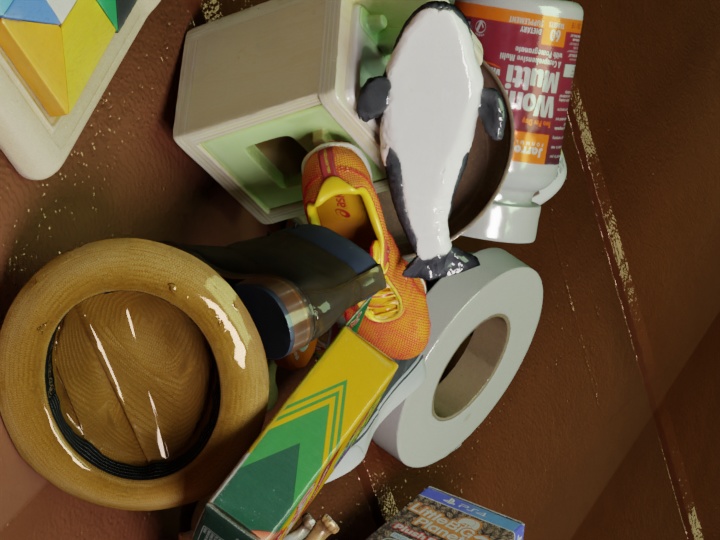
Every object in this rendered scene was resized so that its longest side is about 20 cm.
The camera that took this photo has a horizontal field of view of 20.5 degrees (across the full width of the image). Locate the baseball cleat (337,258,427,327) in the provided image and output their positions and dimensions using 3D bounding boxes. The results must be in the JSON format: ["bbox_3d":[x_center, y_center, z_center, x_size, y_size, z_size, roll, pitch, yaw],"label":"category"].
[{"bbox_3d":[0.026,-0.037,1.651,0.106,0.069,0.202,35,71,-58],"label":"baseball cleat"}]

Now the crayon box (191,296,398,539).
[{"bbox_3d":[-0.041,0.125,1.392,0.200,0.051,0.127,-52,174,-29],"label":"crayon box"}]

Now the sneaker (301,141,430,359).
[{"bbox_3d":[0.000,0.000,1.462,0.078,0.072,0.201,-95,163,-50],"label":"sneaker"}]

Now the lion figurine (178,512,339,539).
[{"bbox_3d":[-0.073,0.228,1.504,0.122,0.072,0.200,-43,156,-10],"label":"lion figurine"}]

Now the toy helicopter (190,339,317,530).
[{"bbox_3d":[-0.104,0.116,1.488,0.132,0.078,0.202,-13,112,-61],"label":"toy helicopter"}]

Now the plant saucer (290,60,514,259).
[{"bbox_3d":[0.027,-0.096,1.588,0.037,0.198,0.202,59,41,-66],"label":"plant saucer"}]

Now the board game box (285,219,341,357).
[{"bbox_3d":[-0.023,-0.037,1.649,0.095,0.030,0.202,42,53,-47],"label":"board game box"}]

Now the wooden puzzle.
[{"bbox_3d":[-0.216,-0.193,1.358,0.186,0.037,0.201,59,45,-37],"label":"wooden puzzle"}]

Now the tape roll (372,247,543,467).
[{"bbox_3d":[0.083,0.076,1.707,0.203,0.037,0.204,-42,151,-29],"label":"tape roll"}]

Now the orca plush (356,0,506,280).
[{"bbox_3d":[0.060,-0.099,1.430,0.071,0.104,0.202,-64,142,-67],"label":"orca plush"}]

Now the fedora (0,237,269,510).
[{"bbox_3d":[-0.155,0.065,1.369,0.082,0.199,0.202,-98,173,-70],"label":"fedora"}]

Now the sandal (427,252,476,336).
[{"bbox_3d":[0.053,0.027,1.747,0.199,0.048,0.076,-11,99,-43],"label":"sandal"}]

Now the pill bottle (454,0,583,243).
[{"bbox_3d":[0.117,-0.130,1.653,0.109,0.109,0.202,-3,104,-55],"label":"pill bottle"}]

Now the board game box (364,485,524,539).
[{"bbox_3d":[0.041,0.301,1.633,0.200,0.096,0.161,-33,134,-51],"label":"board game box"}]

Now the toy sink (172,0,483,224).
[{"bbox_3d":[-0.021,-0.127,1.485,0.130,0.198,0.113,44,40,-46],"label":"toy sink"}]

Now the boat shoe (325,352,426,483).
[{"bbox_3d":[-0.012,0.093,1.529,0.200,0.071,0.068,-42,129,-46],"label":"boat shoe"}]

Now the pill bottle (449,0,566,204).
[{"bbox_3d":[0.109,-0.155,1.769,0.109,0.108,0.202,-48,128,-45],"label":"pill bottle"}]

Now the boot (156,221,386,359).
[{"bbox_3d":[-0.070,0.008,1.413,0.096,0.199,0.075,-23,116,-31],"label":"boot"}]
